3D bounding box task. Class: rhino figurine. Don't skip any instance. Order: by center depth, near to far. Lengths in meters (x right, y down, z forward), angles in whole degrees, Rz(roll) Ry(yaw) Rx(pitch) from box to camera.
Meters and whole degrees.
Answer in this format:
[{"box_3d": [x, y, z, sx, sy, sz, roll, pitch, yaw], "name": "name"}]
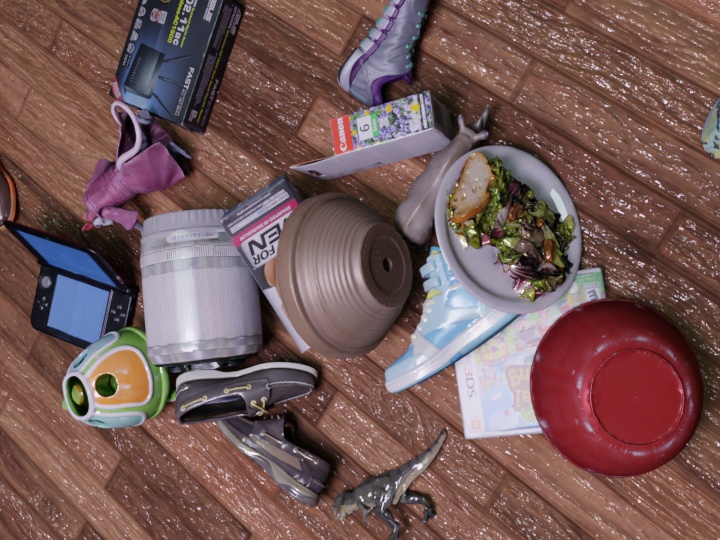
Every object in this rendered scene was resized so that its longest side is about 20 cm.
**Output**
[{"box_3d": [0.107, -0.117, 0.873, 0.059, 0.087, 0.203, 35, 98, 17], "name": "rhino figurine"}]

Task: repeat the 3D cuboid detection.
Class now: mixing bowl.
[{"box_3d": [0.288, 0.132, 0.762, 0.194, 0.108, 0.207, -1, 86, 8], "name": "mixing bowl"}]

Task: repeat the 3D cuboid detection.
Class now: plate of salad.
[{"box_3d": [0.179, -0.053, 0.811, 0.194, 0.048, 0.206, 5, 74, -18], "name": "plate of salad"}]

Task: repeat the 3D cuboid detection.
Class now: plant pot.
[{"box_3d": [0.000, 0.000, 0.843, 0.091, 0.198, 0.207, -12, 84, 40], "name": "plant pot"}]

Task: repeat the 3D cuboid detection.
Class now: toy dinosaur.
[{"box_3d": [0.046, 0.296, 0.910, 0.198, 0.047, 0.090, -35, 70, 14], "name": "toy dinosaur"}]

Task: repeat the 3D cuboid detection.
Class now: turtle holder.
[{"box_3d": [-0.363, 0.156, 1.016, 0.182, 0.130, 0.145, 13, 111, 37], "name": "turtle holder"}]

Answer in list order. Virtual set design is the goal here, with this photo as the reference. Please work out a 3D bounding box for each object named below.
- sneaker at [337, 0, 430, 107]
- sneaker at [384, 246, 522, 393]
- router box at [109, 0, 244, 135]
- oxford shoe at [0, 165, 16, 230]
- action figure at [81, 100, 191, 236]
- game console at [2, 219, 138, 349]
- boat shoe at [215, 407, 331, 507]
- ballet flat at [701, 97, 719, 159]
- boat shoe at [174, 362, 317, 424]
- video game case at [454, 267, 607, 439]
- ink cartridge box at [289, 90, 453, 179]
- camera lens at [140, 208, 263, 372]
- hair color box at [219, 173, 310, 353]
[{"box_3d": [0.058, -0.301, 0.919, 0.087, 0.074, 0.201, 41, 111, 1], "name": "sneaker"}, {"box_3d": [0.090, 0.051, 0.861, 0.198, 0.079, 0.132, -35, 78, 8], "name": "sneaker"}, {"box_3d": [-0.275, -0.326, 1.046, 0.147, 0.062, 0.205, 22, 96, 19], "name": "router box"}, {"box_3d": [-0.645, -0.161, 1.183, 0.070, 0.073, 0.204, -31, 78, 17], "name": "oxford shoe"}, {"box_3d": [-0.346, -0.125, 1.027, 0.199, 0.149, 0.135, -41, 79, 8], "name": "action figure"}, {"box_3d": [-0.458, 0.032, 1.078, 0.195, 0.118, 0.178, 15, 94, 22], "name": "game console"}, {"box_3d": [-0.118, 0.241, 0.971, 0.198, 0.075, 0.074, 33, 75, 23], "name": "boat shoe"}, {"box_3d": [0.452, -0.205, 0.750, 0.200, 0.074, 0.075, -47, 74, 14], "name": "ballet flat"}, {"box_3d": [-0.153, 0.171, 0.951, 0.195, 0.073, 0.062, -6, 52, 1], "name": "boat shoe"}, {"box_3d": [0.210, 0.105, 0.861, 0.195, 0.022, 0.188, -10, 85, 21], "name": "video game case"}, {"box_3d": [0.014, -0.169, 0.901, 0.195, 0.109, 0.052, -11, 84, 21], "name": "ink cartridge box"}, {"box_3d": [-0.217, 0.031, 0.959, 0.156, 0.159, 0.207, -7, 86, 21], "name": "camera lens"}, {"box_3d": [-0.086, -0.009, 0.909, 0.097, 0.061, 0.203, -30, 105, 3], "name": "hair color box"}]
